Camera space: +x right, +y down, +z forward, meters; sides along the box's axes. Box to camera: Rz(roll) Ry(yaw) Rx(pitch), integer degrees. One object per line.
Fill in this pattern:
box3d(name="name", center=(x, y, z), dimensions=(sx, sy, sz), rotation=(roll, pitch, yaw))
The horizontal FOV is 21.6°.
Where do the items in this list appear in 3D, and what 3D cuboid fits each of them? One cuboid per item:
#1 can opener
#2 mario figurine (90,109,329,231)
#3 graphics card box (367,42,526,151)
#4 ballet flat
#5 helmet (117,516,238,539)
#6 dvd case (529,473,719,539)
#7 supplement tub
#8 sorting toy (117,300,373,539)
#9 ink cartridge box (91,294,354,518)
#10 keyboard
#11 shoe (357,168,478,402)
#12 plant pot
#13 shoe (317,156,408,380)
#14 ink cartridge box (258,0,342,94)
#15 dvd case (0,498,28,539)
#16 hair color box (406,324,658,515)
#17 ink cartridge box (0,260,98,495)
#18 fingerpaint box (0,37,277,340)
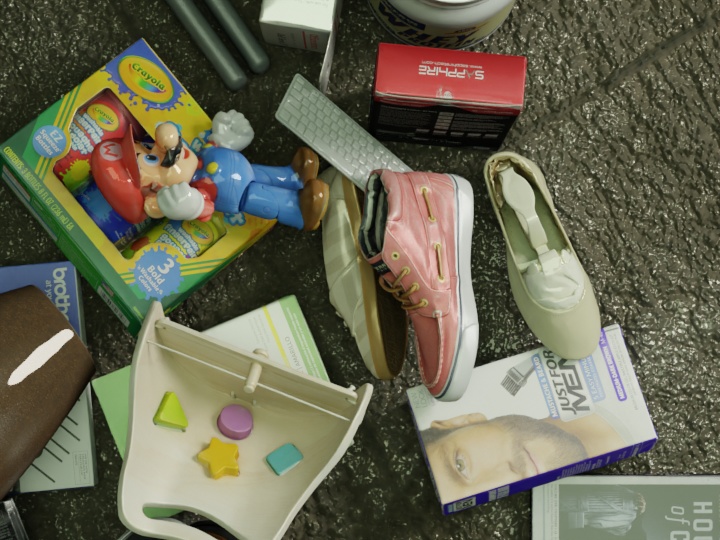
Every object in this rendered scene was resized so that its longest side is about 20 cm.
box3d(name="can opener", center=(-0.155, -0.252, 1.690), dimensions=(0.052, 0.066, 0.201), rotation=(-35, 93, -4))
box3d(name="mario figurine", center=(-0.125, -0.088, 1.577), dimensions=(0.199, 0.123, 0.107), rotation=(4, 88, -19))
box3d(name="graphics card box", center=(0.070, -0.146, 1.619), dimensions=(0.124, 0.200, 0.051), rotation=(5, 83, 0))
box3d(name="ballet flat", center=(0.156, -0.018, 1.653), dimensions=(0.069, 0.070, 0.201), rotation=(-21, 68, -2))
box3d(name="helmet", center=(-0.132, 0.310, 1.603), dimensions=(0.200, 0.200, 0.191), rotation=(-46, 74, -2))
box3d(name="dvd case", center=(0.251, 0.258, 1.694), dimensions=(0.198, 0.025, 0.152), rotation=(0, 88, 0))
box3d(name="supplement tub", center=(0.074, -0.272, 1.624), dimensions=(0.144, 0.200, 0.146), rotation=(0, 88, -1))
box3d(name="sorting toy", center=(-0.116, 0.152, 1.568), dimensions=(0.199, 0.107, 0.181), rotation=(21, 56, -1))
box3d(name="ink cartridge box", center=(-0.123, 0.125, 1.681), dimensions=(0.199, 0.048, 0.146), rotation=(-22, 89, -4))
box3d(name="keyboard", center=(0.008, -0.092, 1.664), dimensions=(0.200, 0.011, 0.056), rotation=(39, 44, -19))
box3d(name="shoe", center=(0.046, 0.011, 1.625), dimensions=(0.090, 0.071, 0.202), rotation=(6, 77, -26))
box3d(name="plant pot", center=(-0.328, 0.107, 1.578), dimensions=(0.200, 0.187, 0.187), rotation=(-39, 89, -17))
box3d(name="shoe", center=(0.000, 0.000, 1.685), dimensions=(0.053, 0.070, 0.202), rotation=(-12, 84, 27))
box3d(name="ink cartridge box", center=(-0.046, -0.261, 1.662), dimensions=(0.067, 0.117, 0.202), rotation=(10, 87, 1))
box3d(name="dvd case", center=(-0.314, 0.310, 1.642), dimensions=(0.148, 0.016, 0.201), rotation=(-24, 87, 37))
box3d(name="hair color box", center=(0.150, 0.132, 1.668), dimensions=(0.199, 0.065, 0.110), rotation=(-18, 74, 0))
box3d(name="ink cartridge box", center=(-0.289, 0.096, 1.680), dimensions=(0.093, 0.044, 0.202), rotation=(-5, 87, -3))
box3d(name="fingerpaint box", center=(-0.194, -0.072, 1.655), dimensions=(0.167, 0.073, 0.200), rotation=(-39, 89, -18))
